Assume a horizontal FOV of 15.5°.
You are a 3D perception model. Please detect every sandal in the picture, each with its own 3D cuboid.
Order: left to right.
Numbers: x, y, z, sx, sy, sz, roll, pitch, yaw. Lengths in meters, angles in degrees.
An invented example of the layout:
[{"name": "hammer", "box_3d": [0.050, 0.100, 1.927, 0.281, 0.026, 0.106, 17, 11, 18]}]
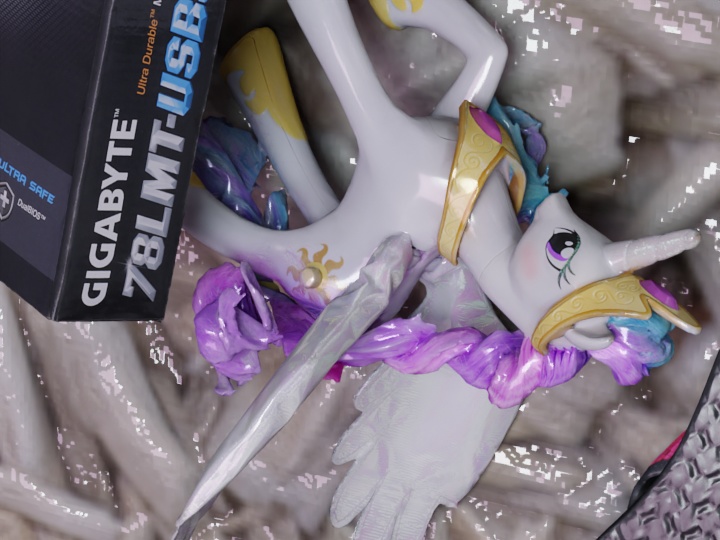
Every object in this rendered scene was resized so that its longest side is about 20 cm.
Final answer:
[{"name": "sandal", "box_3d": [0.124, 0.081, 0.889, 0.075, 0.045, 0.201, 30, 103, 9]}]

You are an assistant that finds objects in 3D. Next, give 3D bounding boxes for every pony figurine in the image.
[{"name": "pony figurine", "box_3d": [0.000, 0.000, 0.873, 0.193, 0.166, 0.200, -49, 66, 23]}]

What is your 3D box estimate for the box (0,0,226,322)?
[{"name": "box", "box_3d": [-0.110, -0.110, 0.872, 0.200, 0.049, 0.200, 35, 119, 49]}]
